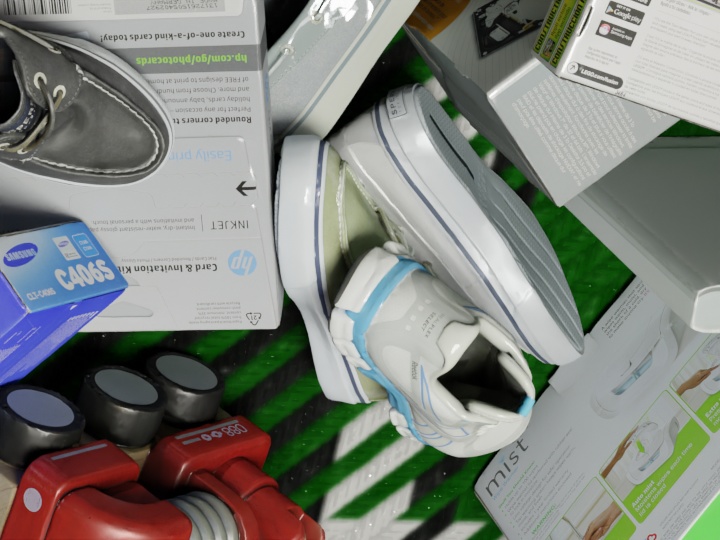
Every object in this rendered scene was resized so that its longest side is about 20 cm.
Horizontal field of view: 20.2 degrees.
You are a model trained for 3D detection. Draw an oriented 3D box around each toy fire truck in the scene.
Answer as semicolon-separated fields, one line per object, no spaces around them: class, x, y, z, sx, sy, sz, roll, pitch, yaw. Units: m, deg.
toy fire truck;-0.088;0.152;1.019;0.176;0.200;0.129;-10;127;-56

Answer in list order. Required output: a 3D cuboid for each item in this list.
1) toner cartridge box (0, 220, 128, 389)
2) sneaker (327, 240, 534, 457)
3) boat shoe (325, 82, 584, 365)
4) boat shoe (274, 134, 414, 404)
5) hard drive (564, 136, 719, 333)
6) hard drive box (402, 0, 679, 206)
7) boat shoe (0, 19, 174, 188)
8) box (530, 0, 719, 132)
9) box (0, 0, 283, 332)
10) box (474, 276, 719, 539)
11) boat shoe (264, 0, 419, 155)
toner cartridge box;-0.212;0.055;0.979;0.200;0.095;0.043;-39;83;22
sneaker;0.056;0.061;1.034;0.075;0.087;0.200;-56;149;-5
boat shoe;0.051;-0.018;1.097;0.067;0.074;0.200;-23;122;22
boat shoe;0.000;0.000;1.048;0.062;0.072;0.200;0;145;12
hard drive;0.187;-0.024;1.056;0.132;0.200;0.026;-2;114;-19
hard drive box;0.133;-0.143;1.006;0.200;0.156;0.077;-36;120;-1
boat shoe;-0.164;-0.083;0.895;0.200;0.066;0.070;30;101;-31
box;0.189;-0.114;0.929;0.200;0.035;0.110;16;107;-24
box;-0.120;-0.066;0.989;0.156;0.041;0.200;-1;115;5
box;0.180;0.107;1.130;0.097;0.177;0.200;31;101;-29
boat shoe;-0.014;-0.150;0.998;0.071;0.070;0.201;21;109;-33
